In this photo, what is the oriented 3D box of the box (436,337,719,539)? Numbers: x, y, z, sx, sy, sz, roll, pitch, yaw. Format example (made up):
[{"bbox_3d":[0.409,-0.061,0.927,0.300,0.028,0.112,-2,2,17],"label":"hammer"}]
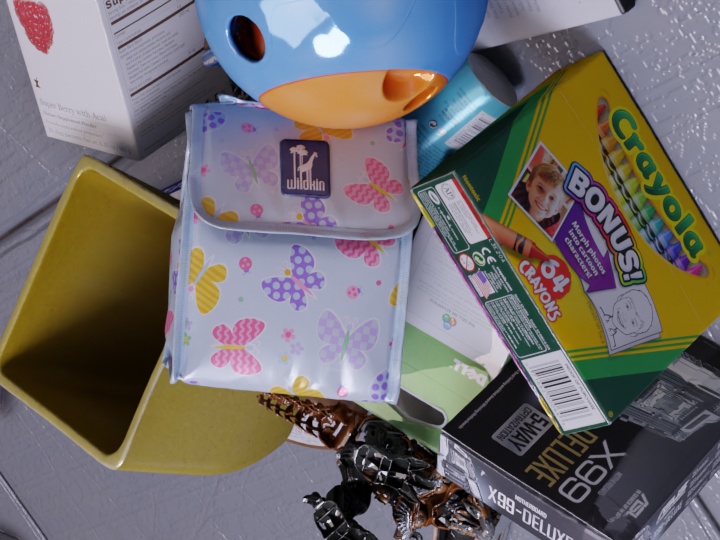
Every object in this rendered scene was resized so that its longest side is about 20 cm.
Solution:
[{"bbox_3d":[0.175,0.112,1.454,0.157,0.200,0.050,32,142,25],"label":"box"}]

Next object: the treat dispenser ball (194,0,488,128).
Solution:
[{"bbox_3d":[-0.012,-0.195,1.361,0.200,0.201,0.202,27,137,28],"label":"treat dispenser ball"}]

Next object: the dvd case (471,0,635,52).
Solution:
[{"bbox_3d":[0.087,-0.226,1.414,0.199,0.018,0.143,-8,115,50],"label":"dvd case"}]

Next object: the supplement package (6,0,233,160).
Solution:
[{"bbox_3d":[-0.202,-0.212,1.646,0.121,0.120,0.201,16,131,39],"label":"supplement package"}]

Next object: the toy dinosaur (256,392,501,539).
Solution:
[{"bbox_3d":[0.012,0.154,1.534,0.199,0.136,0.103,12,111,5],"label":"toy dinosaur"}]

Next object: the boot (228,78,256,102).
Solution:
[{"bbox_3d":[-0.063,-0.131,1.546,0.153,0.074,0.203,9,166,47],"label":"boot"}]

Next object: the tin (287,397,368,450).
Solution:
[{"bbox_3d":[-0.091,0.106,1.794,0.199,0.042,0.112,18,150,1],"label":"tin"}]

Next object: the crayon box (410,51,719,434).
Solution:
[{"bbox_3d":[0.152,-0.020,1.389,0.058,0.172,0.201,-20,105,54],"label":"crayon box"}]

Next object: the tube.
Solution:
[{"bbox_3d":[0.029,-0.077,1.500,0.077,0.051,0.200,35,118,-27],"label":"tube"}]

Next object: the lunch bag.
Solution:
[{"bbox_3d":[-0.049,-0.016,1.427,0.127,0.168,0.202,-156,73,-80],"label":"lunch bag"}]

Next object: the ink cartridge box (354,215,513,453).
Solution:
[{"bbox_3d":[0.079,0.028,1.496,0.103,0.059,0.201,30,111,20],"label":"ink cartridge box"}]

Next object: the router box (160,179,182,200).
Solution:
[{"bbox_3d":[-0.110,-0.001,1.786,0.200,0.049,0.180,-19,106,52],"label":"router box"}]

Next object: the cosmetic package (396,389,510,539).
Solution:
[{"bbox_3d":[0.086,0.102,1.604,0.101,0.071,0.201,18,121,23],"label":"cosmetic package"}]

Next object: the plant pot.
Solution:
[{"bbox_3d":[-0.136,0.049,1.622,0.194,0.199,0.197,29,98,44],"label":"plant pot"}]

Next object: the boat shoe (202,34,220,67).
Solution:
[{"bbox_3d":[-0.069,-0.210,1.559,0.200,0.072,0.073,-20,85,58],"label":"boat shoe"}]

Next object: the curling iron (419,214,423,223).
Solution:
[{"bbox_3d":[0.099,-0.071,1.526,0.199,0.026,0.050,-16,111,51],"label":"curling iron"}]

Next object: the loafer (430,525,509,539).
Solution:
[{"bbox_3d":[0.095,0.190,1.718,0.072,0.063,0.201,31,139,26],"label":"loafer"}]
